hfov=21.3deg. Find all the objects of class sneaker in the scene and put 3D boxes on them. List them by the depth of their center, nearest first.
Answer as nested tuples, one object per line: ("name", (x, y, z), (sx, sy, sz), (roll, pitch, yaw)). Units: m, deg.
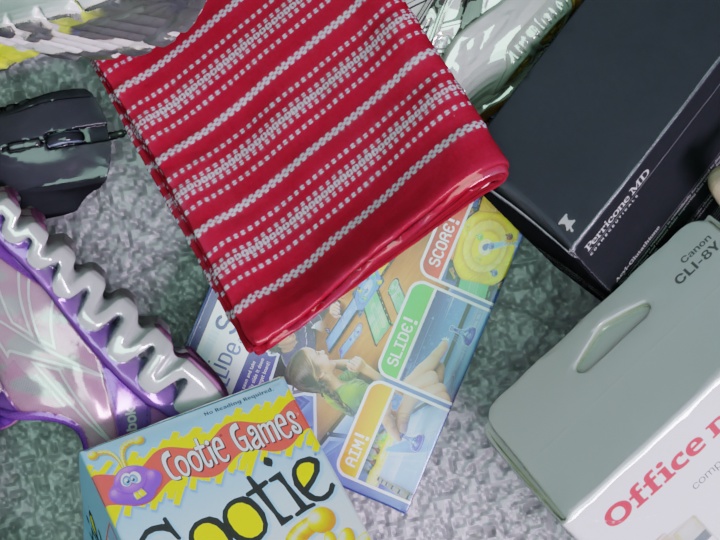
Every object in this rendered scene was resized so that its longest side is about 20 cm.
("sneaker", (-0.154, -0.141, 0.877), (0.198, 0.074, 0.086), (-3, 83, 33))
("sneaker", (-0.156, 0.024, 0.880), (0.200, 0.080, 0.089), (43, 90, -5))
("sneaker", (0.017, -0.085, 0.899), (0.088, 0.076, 0.200), (42, 87, 14))

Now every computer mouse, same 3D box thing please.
("computer mouse", (-0.114, -0.068, 0.920), (0.198, 0.034, 0.059), (-15, 83, 8))

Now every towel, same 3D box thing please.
("towel", (-0.036, -0.077, 0.867), (0.144, 0.022, 0.201), (-36, 64, 9))

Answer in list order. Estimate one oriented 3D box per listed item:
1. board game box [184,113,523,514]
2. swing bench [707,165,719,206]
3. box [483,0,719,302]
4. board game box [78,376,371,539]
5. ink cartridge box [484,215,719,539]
("board game box", (0.000, 0.000, 0.944), (0.134, 0.034, 0.201), (24, 91, -3))
("swing bench", (0.279, -0.042, 0.889), (0.199, 0.200, 0.130), (-45, 68, -1))
("box", (0.153, -0.084, 0.888), (0.079, 0.141, 0.201), (38, 90, 29))
("board game box", (-0.039, 0.167, 0.845), (0.102, 0.105, 0.201), (-20, 58, -19))
("ink cartridge box", (0.171, 0.097, 0.887), (0.145, 0.083, 0.200), (-43, 127, 1))
